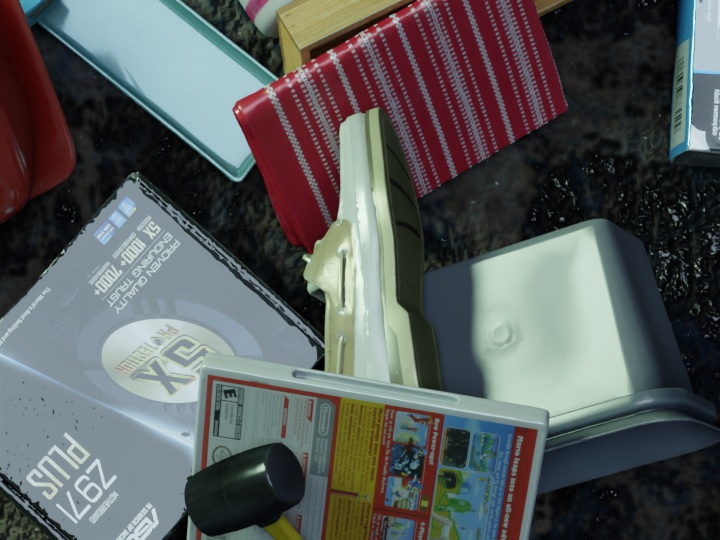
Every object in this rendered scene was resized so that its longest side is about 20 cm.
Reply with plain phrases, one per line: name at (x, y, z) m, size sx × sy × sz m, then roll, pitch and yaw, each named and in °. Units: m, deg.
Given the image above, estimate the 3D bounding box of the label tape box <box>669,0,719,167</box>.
label tape box at (0.301, -0.136, 1.484) m, size 0.199 × 0.066 × 0.144 m, roll 3°, pitch 84°, yaw 0°

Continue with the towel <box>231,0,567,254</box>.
towel at (0.026, -0.101, 1.445) m, size 0.199 × 0.145 × 0.023 m, roll -30°, pitch 48°, yaw -5°

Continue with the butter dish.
butter dish at (-0.277, -0.075, 1.384) m, size 0.199 × 0.148 × 0.200 m, roll -21°, pitch 124°, yaw -4°

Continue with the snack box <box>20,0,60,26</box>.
snack box at (-0.294, -0.213, 1.474) m, size 0.116 × 0.037 × 0.200 m, roll -40°, pitch 86°, yaw 7°

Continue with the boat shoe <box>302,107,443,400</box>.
boat shoe at (0.000, 0.000, 1.382) m, size 0.068 × 0.075 × 0.201 m, roll -13°, pitch 66°, yaw 17°

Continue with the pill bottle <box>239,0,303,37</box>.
pill bottle at (-0.067, -0.257, 1.459) m, size 0.113 × 0.113 × 0.201 m, roll -33°, pitch 86°, yaw -5°

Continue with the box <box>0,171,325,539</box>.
box at (-0.142, 0.070, 1.435) m, size 0.164 × 0.086 × 0.200 m, roll 42°, pitch 84°, yaw 2°

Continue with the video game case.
video game case at (0.001, 0.125, 1.353) m, size 0.199 × 0.017 × 0.144 m, roll 10°, pitch 123°, yaw 4°

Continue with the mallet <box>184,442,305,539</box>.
mallet at (-0.014, 0.174, 1.356) m, size 0.066 × 0.041 × 0.200 m, roll -31°, pitch 116°, yaw 32°

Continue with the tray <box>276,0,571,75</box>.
tray at (0.046, -0.167, 1.451) m, size 0.199 × 0.099 × 0.037 m, roll -28°, pitch 66°, yaw -10°

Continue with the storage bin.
storage bin at (0.108, 0.059, 1.420) m, size 0.199 × 0.145 × 0.135 m, roll -17°, pitch 74°, yaw 21°

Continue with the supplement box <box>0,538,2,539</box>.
supplement box at (-0.307, 0.223, 1.401) m, size 0.109 × 0.109 × 0.200 m, roll 36°, pitch 84°, yaw 2°

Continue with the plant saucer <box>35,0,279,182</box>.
plant saucer at (-0.134, -0.142, 1.493) m, size 0.200 × 0.019 × 0.070 m, roll 39°, pitch 84°, yaw 1°
